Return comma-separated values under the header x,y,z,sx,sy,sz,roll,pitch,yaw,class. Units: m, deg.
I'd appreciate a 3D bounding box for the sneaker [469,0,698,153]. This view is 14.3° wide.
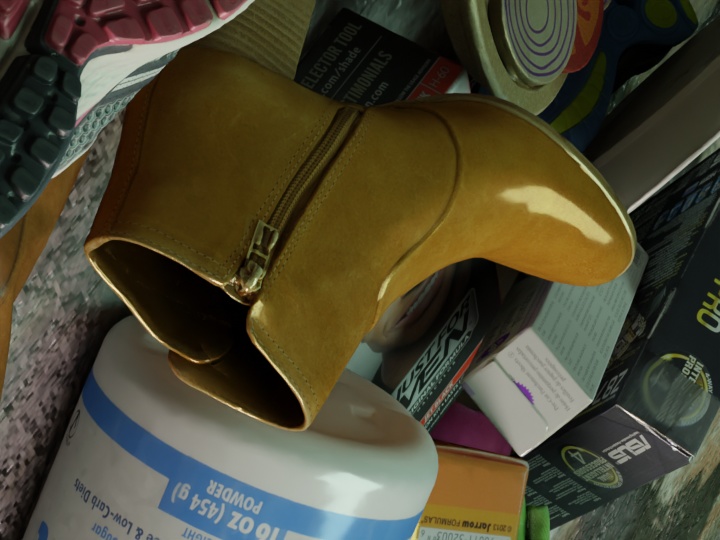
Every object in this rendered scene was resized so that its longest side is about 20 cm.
x,y,z,sx,sy,sz,roll,pitch,yaw,class
0.081,-0.089,1.215,0.083,0.071,0.200,-36,-171,39,sneaker

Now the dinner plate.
x,y,z,sx,sy,sz,roll,pitch,yaw,class
0.135,-0.072,1.184,0.200,0.024,0.200,-42,-175,5,dinner plate

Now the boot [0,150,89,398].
x,y,z,sx,sy,sz,roll,pitch,yaw,class
-0.121,0.010,0.884,0.188,0.068,0.200,73,31,-59,boot

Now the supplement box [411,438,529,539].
x,y,z,sx,sy,sz,roll,pitch,yaw,class
0.006,0.163,1.102,0.069,0.066,0.201,14,87,-43,supplement box

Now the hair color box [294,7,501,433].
x,y,z,sx,sy,sz,roll,pitch,yaw,class
0.000,0.000,1.130,0.102,0.061,0.200,-53,156,-21,hair color box

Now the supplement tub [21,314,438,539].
x,y,z,sx,sy,sz,roll,pitch,yaw,class
-0.065,0.128,1.041,0.132,0.132,0.200,-3,118,-65,supplement tub

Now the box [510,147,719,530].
x,y,z,sx,sy,sz,roll,pitch,yaw,class
0.125,0.031,1.308,0.161,0.049,0.200,-58,-172,-25,box

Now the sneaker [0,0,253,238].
x,y,z,sx,sy,sz,roll,pitch,yaw,class
-0.095,-0.068,0.783,0.200,0.081,0.075,-47,-173,-33,sneaker

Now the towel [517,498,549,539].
x,y,z,sx,sy,sz,roll,pitch,yaw,class
0.047,0.179,1.263,0.200,0.031,0.150,152,-65,-69,towel

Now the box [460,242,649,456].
x,y,z,sx,sy,sz,roll,pitch,yaw,class
0.083,0.018,1.182,0.039,0.041,0.200,-39,-174,20,box

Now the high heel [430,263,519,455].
x,y,z,sx,sy,sz,roll,pitch,yaw,class
0.065,0.023,1.279,0.200,0.067,0.096,-45,163,-47,high heel

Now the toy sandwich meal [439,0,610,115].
x,y,z,sx,sy,sz,roll,pitch,yaw,class
0.081,-0.152,1.048,0.205,0.070,0.206,4,90,-71,toy sandwich meal

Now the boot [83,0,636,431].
x,y,z,sx,sy,sz,roll,pitch,yaw,class
0.001,-0.003,0.962,0.071,0.201,0.144,-31,-146,46,boot
